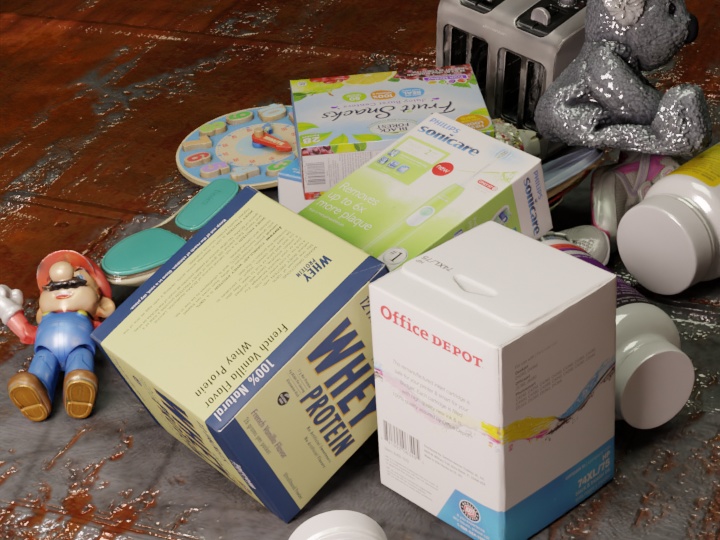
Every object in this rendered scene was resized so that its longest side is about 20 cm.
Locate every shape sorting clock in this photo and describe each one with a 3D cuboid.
[{"bbox_3d":[-0.118,-0.148,1.995,0.199,0.039,0.200,-3,30,2],"label":"shape sorting clock"}]

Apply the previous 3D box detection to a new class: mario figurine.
[{"bbox_3d":[-0.285,0.045,1.613,0.123,0.106,0.200,24,32,-21],"label":"mario figurine"}]

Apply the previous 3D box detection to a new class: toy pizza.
[{"bbox_3d":[0.167,-0.072,1.773,0.199,0.032,0.200,-27,6,3],"label":"toy pizza"}]

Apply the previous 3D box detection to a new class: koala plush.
[{"bbox_3d":[0.273,-0.226,1.743,0.183,0.201,0.177,5,8,12],"label":"koala plush"}]

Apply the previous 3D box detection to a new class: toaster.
[{"bbox_3d":[0.187,-0.239,1.983,0.180,0.201,0.118,30,46,33],"label":"toaster"}]

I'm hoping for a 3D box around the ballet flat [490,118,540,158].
[{"bbox_3d":[0.162,-0.134,1.853,0.064,0.076,0.200,-9,10,-1],"label":"ballet flat"}]

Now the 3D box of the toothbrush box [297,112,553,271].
[{"bbox_3d":[0.056,-0.043,1.582,0.200,0.086,0.145,-36,43,-25],"label":"toothbrush box"}]

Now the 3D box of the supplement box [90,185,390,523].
[{"bbox_3d":[-0.081,0.067,1.463,0.200,0.134,0.199,-45,44,-16],"label":"supplement box"}]

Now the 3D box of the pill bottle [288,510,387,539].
[{"bbox_3d":[-0.001,0.262,1.205,0.110,0.112,0.200,-8,31,-7],"label":"pill bottle"}]

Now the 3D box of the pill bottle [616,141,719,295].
[{"bbox_3d":[0.354,-0.059,1.709,0.114,0.115,0.200,24,40,39],"label":"pill bottle"}]

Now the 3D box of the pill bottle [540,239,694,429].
[{"bbox_3d":[0.209,0.059,1.526,0.112,0.113,0.200,-16,32,-20],"label":"pill bottle"}]

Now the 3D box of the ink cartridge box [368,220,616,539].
[{"bbox_3d":[0.110,0.092,1.394,0.146,0.201,0.146,-27,38,-34],"label":"ink cartridge box"}]

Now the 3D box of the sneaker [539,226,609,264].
[{"bbox_3d":[0.152,-0.009,1.658,0.199,0.082,0.075,-18,34,-15],"label":"sneaker"}]

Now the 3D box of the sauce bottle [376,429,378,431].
[{"bbox_3d":[0.020,0.074,1.570,0.064,0.065,0.200,-8,32,-7],"label":"sauce bottle"}]

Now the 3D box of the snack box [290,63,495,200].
[{"bbox_3d":[0.031,-0.146,1.777,0.199,0.068,0.169,-6,31,-2],"label":"snack box"}]

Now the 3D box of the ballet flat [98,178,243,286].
[{"bbox_3d":[-0.188,-0.023,1.766,0.069,0.070,0.200,22,45,38],"label":"ballet flat"}]

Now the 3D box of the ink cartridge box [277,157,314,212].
[{"bbox_3d":[0.022,-0.100,1.850,0.144,0.085,0.200,13,33,27],"label":"ink cartridge box"}]

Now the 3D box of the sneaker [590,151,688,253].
[{"bbox_3d":[0.297,-0.079,1.783,0.088,0.082,0.200,10,34,26],"label":"sneaker"}]
